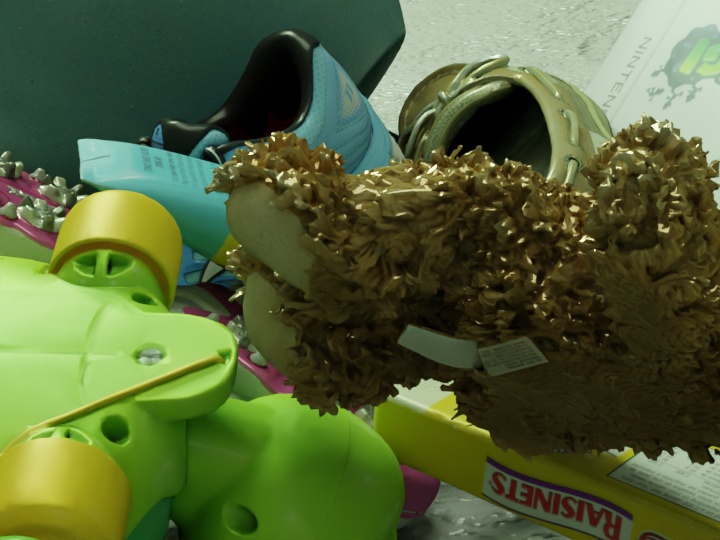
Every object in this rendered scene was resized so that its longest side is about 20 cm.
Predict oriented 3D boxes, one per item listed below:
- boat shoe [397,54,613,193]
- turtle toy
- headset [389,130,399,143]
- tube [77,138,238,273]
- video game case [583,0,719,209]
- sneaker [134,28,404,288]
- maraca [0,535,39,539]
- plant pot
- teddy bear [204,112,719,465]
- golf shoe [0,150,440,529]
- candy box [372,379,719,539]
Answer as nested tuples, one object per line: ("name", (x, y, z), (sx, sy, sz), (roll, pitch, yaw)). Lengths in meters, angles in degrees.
("boat shoe", (0.054, -0.044, 0.886), (0.063, 0.073, 0.201), (37, 9, -27))
("turtle toy", (-0.088, 0.056, 0.664), (0.200, 0.101, 0.146), (1, 39, 6))
("headset", (-0.053, -0.101, 1.138), (0.200, 0.094, 0.124), (25, 2, 1))
("tube", (0.000, 0.000, 0.778), (0.200, 0.050, 0.077), (23, 3, -12))
("video game case", (0.139, -0.034, 0.858), (0.024, 0.182, 0.200), (39, -11, -34))
("sneaker", (-0.067, -0.011, 0.841), (0.078, 0.090, 0.200), (11, 50, 36))
("maraca", (-0.139, 0.092, 0.518), (0.200, 0.137, 0.107), (18, -2, 38))
("plant pot", (-0.061, -0.101, 0.968), (0.135, 0.200, 0.200), (37, 21, 2))
("teddy bear", (0.056, 0.005, 0.604), (0.200, 0.145, 0.067), (2, 54, 22))
("golf shoe", (-0.071, 0.039, 0.756), (0.200, 0.092, 0.075), (30, 12, 8))
("candy box", (0.112, 0.062, 0.672), (0.200, 0.026, 0.102), (22, 29, 31))
